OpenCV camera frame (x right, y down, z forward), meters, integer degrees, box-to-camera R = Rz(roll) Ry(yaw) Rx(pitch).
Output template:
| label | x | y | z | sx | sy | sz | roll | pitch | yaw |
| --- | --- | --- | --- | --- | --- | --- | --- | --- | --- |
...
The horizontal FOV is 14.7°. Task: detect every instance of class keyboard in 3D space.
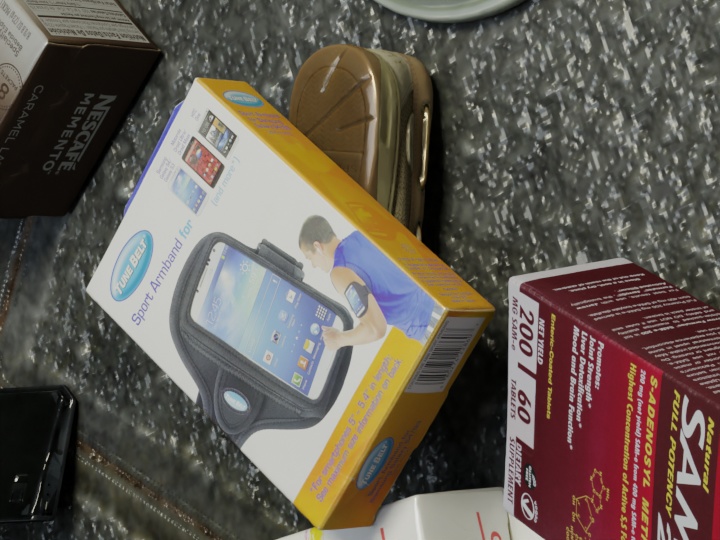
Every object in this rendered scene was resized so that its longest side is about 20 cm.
| label | x | y | z | sx | sy | sz | roll | pitch | yaw |
| --- | --- | --- | --- | --- | --- | --- | --- | --- | --- |
| keyboard | -0.222 | 0.118 | 1.495 | 0.199 | 0.040 | 0.105 | -6 | 63 | 43 |

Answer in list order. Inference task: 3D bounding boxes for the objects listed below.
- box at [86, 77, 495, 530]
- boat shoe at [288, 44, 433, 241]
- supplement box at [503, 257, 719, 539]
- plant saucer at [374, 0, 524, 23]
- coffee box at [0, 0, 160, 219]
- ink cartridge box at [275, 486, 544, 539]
| label | x | y | z | sx | sy | sz | roll | pitch | yaw |
| --- | --- | --- | --- | --- | --- | --- | --- | --- | --- |
| box | -0.042 | 0.006 | 1.233 | 0.200 | 0.041 | 0.119 | 42 | 114 | 29 |
| boat shoe | 0.000 | 0.000 | 1.266 | 0.071 | 0.064 | 0.201 | 15 | 99 | 38 |
| supplement box | 0.130 | 0.078 | 1.098 | 0.200 | 0.061 | 0.109 | 32 | 127 | 57 |
| plant saucer | 0.031 | -0.212 | 1.249 | 0.200 | 0.050 | 0.201 | 0 | 89 | 42 |
| coffee box | -0.207 | -0.132 | 1.440 | 0.200 | 0.080 | 0.115 | 50 | 121 | 30 |
| ink cartridge box | 0.015 | 0.167 | 1.250 | 0.200 | 0.067 | 0.118 | -23 | 74 | 39 |
